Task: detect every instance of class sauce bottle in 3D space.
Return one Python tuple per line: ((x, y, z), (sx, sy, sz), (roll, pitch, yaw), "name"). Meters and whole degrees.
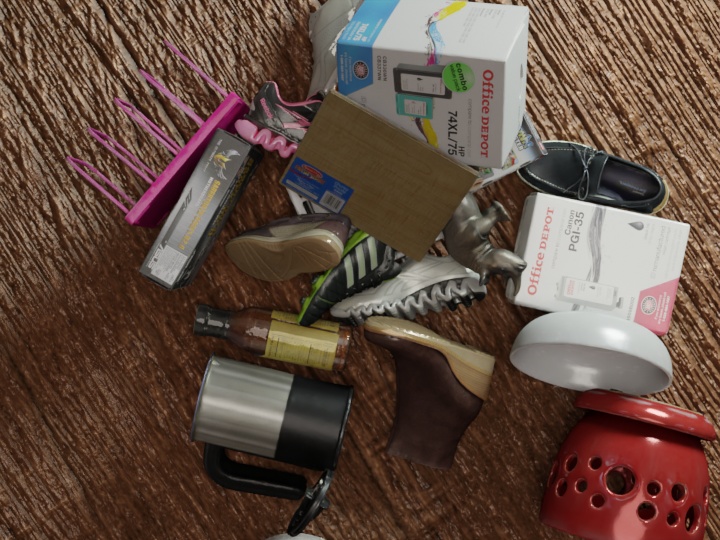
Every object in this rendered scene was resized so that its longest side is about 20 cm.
((-0.112, 0.081, 1.704), (0.200, 0.066, 0.066), (13, 92, 1), "sauce bottle")

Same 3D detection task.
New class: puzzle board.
((0.020, -0.112, 1.584), (0.200, 0.017, 0.151), (29, 128, -4), "puzzle board")

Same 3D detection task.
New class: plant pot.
((0.338, 0.250, 1.651), (0.200, 0.200, 0.183), (15, 84, -1), "plant pot")

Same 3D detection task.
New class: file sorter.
((-0.251, -0.169, 1.658), (0.125, 0.139, 0.200), (41, 92, 1), "file sorter")

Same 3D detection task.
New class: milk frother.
((-0.117, 0.214, 1.642), (0.188, 0.200, 0.181), (13, 96, 0), "milk frother")

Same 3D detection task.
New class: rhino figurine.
((0.141, -0.055, 1.654), (0.087, 0.060, 0.200), (-31, 86, 7), "rhino figurine")

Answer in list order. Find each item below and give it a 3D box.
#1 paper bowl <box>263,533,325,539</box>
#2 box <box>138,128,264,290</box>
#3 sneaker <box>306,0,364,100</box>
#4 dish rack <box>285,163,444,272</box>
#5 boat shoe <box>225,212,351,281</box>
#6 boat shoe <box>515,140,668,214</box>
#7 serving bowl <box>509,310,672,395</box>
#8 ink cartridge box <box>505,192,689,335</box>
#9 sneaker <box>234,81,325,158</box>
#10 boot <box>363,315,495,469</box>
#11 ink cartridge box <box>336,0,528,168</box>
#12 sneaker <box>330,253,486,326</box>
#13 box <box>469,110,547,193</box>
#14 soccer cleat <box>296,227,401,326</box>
((-0.086, 0.444, 1.698), (0.200, 0.104, 0.201), (0, 92, -2), "paper bowl")
((-0.194, -0.073, 1.650), (0.048, 0.158, 0.200), (30, 91, 1), "box")
((-0.035, -0.281, 1.695), (0.092, 0.076, 0.200), (27, 95, 20), "sneaker")
((0.019, -0.095, 1.707), (0.200, 0.044, 0.172), (-24, 91, 1), "dish rack")
((-0.087, -0.034, 1.662), (0.072, 0.200, 0.065), (54, 53, -24), "boat shoe")
((0.293, -0.121, 1.690), (0.200, 0.062, 0.075), (17, 87, 10), "boat shoe")
((0.288, 0.095, 1.650), (0.200, 0.200, 0.066), (12, 70, -1), "serving bowl")
((0.298, -0.009, 1.691), (0.200, 0.083, 0.147), (12, 92, -1), "ink cartridge box")
((-0.050, -0.170, 1.640), (0.200, 0.079, 0.095), (24, 92, -7), "sneaker")
((0.066, 0.157, 1.681), (0.200, 0.072, 0.166), (21, 97, -24), "boot")
((0.089, -0.227, 1.583), (0.200, 0.146, 0.147), (8, 126, 15), "ink cartridge box")
((0.057, 0.022, 1.705), (0.200, 0.075, 0.081), (-13, 73, 2), "sneaker")
((0.143, -0.210, 1.688), (0.110, 0.035, 0.200), (-26, 89, 18), "box")
((0.000, 0.000, 1.658), (0.081, 0.068, 0.200), (40, 89, -4), "soccer cleat")
